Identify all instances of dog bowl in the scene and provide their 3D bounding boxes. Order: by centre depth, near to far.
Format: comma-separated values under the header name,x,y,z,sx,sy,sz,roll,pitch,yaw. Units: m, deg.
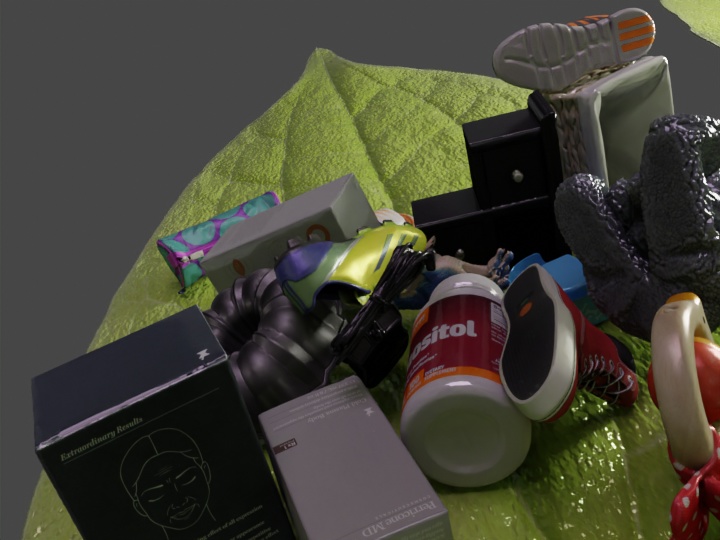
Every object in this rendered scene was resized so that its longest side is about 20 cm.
name,x,y,z,sx,sy,sz,roll,pitch,yaw
dog bowl,0.260,0.008,0.844,0.197,0.050,0.112,-23,28,-12

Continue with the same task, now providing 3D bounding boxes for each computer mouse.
name,x,y,z,sx,sy,sz,roll,pitch,yaw
computer mouse,0.024,0.039,0.745,0.046,0.200,0.141,37,83,18

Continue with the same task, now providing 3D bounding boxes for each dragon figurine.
name,x,y,z,sx,sy,sz,roll,pitch,yaw
dragon figurine,0.086,0.030,0.875,0.200,0.099,0.059,-43,10,35

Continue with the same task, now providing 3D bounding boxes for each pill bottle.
name,x,y,z,sx,sy,sz,roll,pitch,yaw
pill bottle,0.098,0.090,0.710,0.110,0.115,0.201,-8,28,13

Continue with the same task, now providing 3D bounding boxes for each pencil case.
name,x,y,z,sx,sy,sz,roll,pitch,yaw
pencil case,-0.200,-0.046,1.146,0.197,0.087,0.092,-26,13,-18

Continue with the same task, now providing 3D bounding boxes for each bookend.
name,x,y,z,sx,sy,sz,roll,pitch,yaw
bookend,0.141,-0.084,0.912,0.194,0.204,0.093,-11,27,6

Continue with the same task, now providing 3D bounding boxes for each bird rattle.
name,x,y,z,sx,sy,sz,roll,pitch,yaw
bird rattle,0.245,0.109,0.566,0.111,0.166,0.199,-15,12,42

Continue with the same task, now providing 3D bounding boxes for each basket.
name,x,y,z,sx,sy,sz,roll,pitch,yaw
basket,0.304,-0.149,0.951,0.134,0.204,0.123,-27,25,-22

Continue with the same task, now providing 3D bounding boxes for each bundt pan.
name,x,y,z,sx,sy,sz,roll,pitch,yaw
bundt pan,-0.115,0.079,0.808,0.199,0.076,0.204,-26,39,23

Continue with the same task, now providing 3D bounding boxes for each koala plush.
name,x,y,z,sx,sy,sz,roll,pitch,yaw
koala plush,0.319,-0.031,0.711,0.196,0.188,0.177,-8,-14,-32

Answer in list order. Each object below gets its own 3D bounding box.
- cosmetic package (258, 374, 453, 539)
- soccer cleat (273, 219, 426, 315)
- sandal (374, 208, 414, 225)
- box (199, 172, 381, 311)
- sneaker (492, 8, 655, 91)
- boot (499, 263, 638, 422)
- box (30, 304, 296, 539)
name,x,y,z,sx,sy,sz,roll,pitch,yaw
cosmetic package,-0.008,0.184,0.625,0.105,0.092,0.200,-19,25,-15
soccer cleat,-0.001,0.001,0.787,0.197,0.085,0.065,-12,-24,-41
sandal,0.018,-0.041,1.049,0.078,0.060,0.207,3,33,31
box,-0.074,-0.013,0.928,0.197,0.126,0.098,-19,23,27
sneaker,0.252,-0.269,0.944,0.195,0.079,0.112,-10,13,-1
boot,0.189,0.087,0.640,0.073,0.144,0.201,-46,8,24
box,-0.157,0.160,0.622,0.146,0.204,0.107,-23,28,-16
